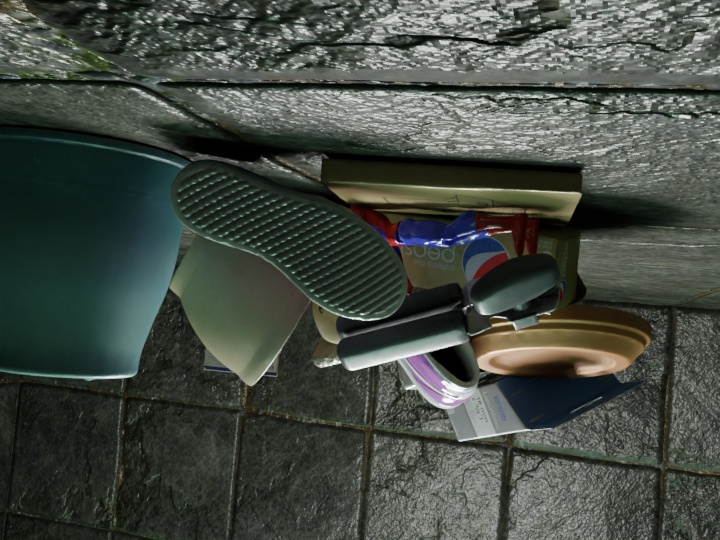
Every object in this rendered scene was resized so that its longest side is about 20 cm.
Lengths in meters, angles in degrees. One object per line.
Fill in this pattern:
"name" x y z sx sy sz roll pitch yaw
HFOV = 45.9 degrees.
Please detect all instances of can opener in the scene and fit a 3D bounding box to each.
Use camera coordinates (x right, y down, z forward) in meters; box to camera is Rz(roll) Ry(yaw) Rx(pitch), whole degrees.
"can opener" 0.067 0.027 0.699 0.195 0.054 0.067 -16 137 13

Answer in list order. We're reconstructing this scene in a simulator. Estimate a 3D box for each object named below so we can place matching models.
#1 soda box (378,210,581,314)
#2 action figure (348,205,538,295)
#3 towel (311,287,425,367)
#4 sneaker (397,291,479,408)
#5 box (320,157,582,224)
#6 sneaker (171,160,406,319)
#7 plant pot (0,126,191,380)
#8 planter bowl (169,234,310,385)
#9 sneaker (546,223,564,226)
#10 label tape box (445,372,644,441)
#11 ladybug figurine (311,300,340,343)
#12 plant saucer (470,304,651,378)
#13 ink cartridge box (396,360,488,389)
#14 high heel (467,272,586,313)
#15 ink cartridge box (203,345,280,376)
"soda box" 0.101 -0.016 0.796 0.196 0.070 0.063 11 -163 33
"action figure" 0.048 -0.006 0.736 0.196 0.102 0.065 7 178 28
"towel" 0.028 0.036 1.012 0.131 0.035 0.201 -20 -154 38
"sneaker" 0.045 0.044 0.841 0.200 0.073 0.115 43 166 9
"box" 0.077 -0.063 0.701 0.195 0.022 0.163 5 178 11
"sneaker" -0.054 -0.032 0.692 0.198 0.074 0.114 31 -178 -8
"plant pot" -0.249 -0.007 0.738 0.194 0.193 0.200 5 177 0
"planter bowl" -0.123 0.002 0.919 0.133 0.203 0.200 31 173 -8
"sneaker" 0.132 -0.013 0.879 0.074 0.095 0.199 5 178 -22
"label tape box" 0.204 0.136 0.982 0.142 0.065 0.200 -19 173 -27
"ladybug figurine" 0.000 0.000 0.981 0.134 0.073 0.201 -25 -157 26
"plant saucer" 0.191 0.077 0.855 0.194 0.038 0.201 2 163 1
"ink cartridge box" 0.131 0.054 1.067 0.082 0.150 0.198 6 157 -40
"high heel" 0.145 0.014 0.943 0.196 0.097 0.068 -21 135 5
"ink cartridge box" -0.138 0.027 1.068 0.097 0.206 0.039 6 174 3
